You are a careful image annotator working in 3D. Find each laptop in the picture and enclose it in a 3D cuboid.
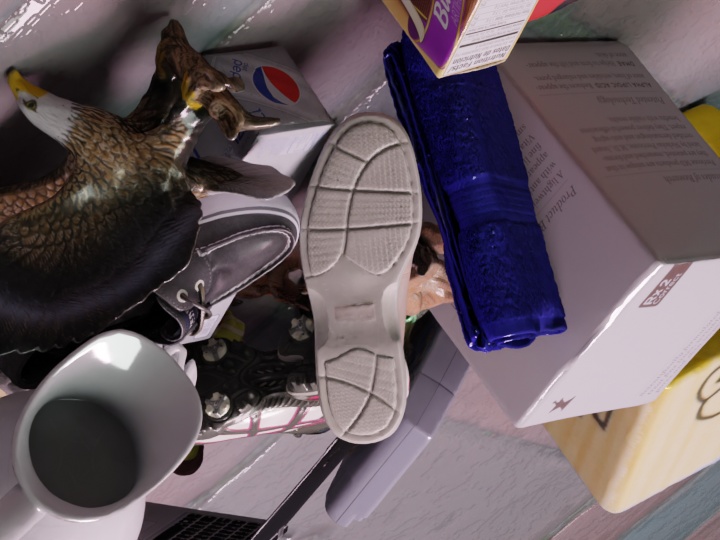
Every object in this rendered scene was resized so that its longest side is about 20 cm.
[{"bbox_3d":[-0.093,0.139,1.707,0.187,0.199,0.117,-23,120,-76],"label":"laptop"}]

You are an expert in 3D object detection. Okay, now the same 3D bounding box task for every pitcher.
[{"bbox_3d":[-0.185,0.132,1.349,0.171,0.121,0.200,-42,180,-32],"label":"pitcher"}]

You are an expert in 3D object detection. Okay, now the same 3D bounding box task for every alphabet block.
[{"bbox_3d":[0.228,0.030,1.901,0.195,0.197,0.200,-26,154,-23],"label":"alphabet block"}]

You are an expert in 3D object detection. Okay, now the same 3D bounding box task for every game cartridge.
[{"bbox_3d":[0.041,0.089,1.844,0.133,0.041,0.200,-58,-178,34],"label":"game cartridge"}]

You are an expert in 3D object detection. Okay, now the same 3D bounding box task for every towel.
[{"bbox_3d":[0.069,-0.049,1.527,0.049,0.201,0.148,-16,175,14],"label":"towel"}]

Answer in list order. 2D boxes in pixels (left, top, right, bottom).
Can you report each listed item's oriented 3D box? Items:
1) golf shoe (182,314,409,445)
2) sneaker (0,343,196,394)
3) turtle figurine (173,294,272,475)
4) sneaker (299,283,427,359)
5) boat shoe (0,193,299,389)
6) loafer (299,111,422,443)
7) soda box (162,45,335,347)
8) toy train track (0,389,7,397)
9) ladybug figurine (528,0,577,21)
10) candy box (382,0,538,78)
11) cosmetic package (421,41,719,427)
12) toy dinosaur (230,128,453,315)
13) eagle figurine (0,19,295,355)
[{"bbox_3d":[-0.065,0.084,1.601,0.199,0.078,0.088,-13,143,15],"label":"golf shoe"},{"bbox_3d":[-0.181,0.055,1.477,0.199,0.081,0.075,27,129,-28],"label":"sneaker"},{"bbox_3d":[-0.133,0.089,1.693,0.199,0.065,0.162,-27,154,-19],"label":"turtle figurine"},{"bbox_3d":[0.009,0.032,1.789,0.089,0.077,0.200,-40,165,-19],"label":"sneaker"},{"bbox_3d":[-0.119,0.015,1.423,0.199,0.066,0.070,-18,138,-18],"label":"boat shoe"},{"bbox_3d":[0.000,0.000,1.494,0.071,0.201,0.063,2,-166,1],"label":"loafer"},{"bbox_3d":[-0.093,-0.041,1.506,0.063,0.068,0.200,-11,145,-40],"label":"soda box"},{"bbox_3d":[-0.217,0.091,1.575,0.114,0.033,0.200,-27,145,7],"label":"toy train track"},{"bbox_3d":[0.116,-0.206,1.478,0.199,0.072,0.136,-33,156,-6],"label":"ladybug figurine"},{"bbox_3d":[0.065,-0.215,1.342,0.056,0.117,0.200,-16,150,-36],"label":"candy box"},{"bbox_3d":[0.142,-0.028,1.675,0.165,0.200,0.165,-7,144,-49],"label":"cosmetic package"},{"bbox_3d":[0.004,-0.002,1.618,0.136,0.199,0.086,116,-5,-51],"label":"toy dinosaur"},{"bbox_3d":[-0.150,-0.045,1.365,0.200,0.151,0.152,-49,163,5],"label":"eagle figurine"}]
